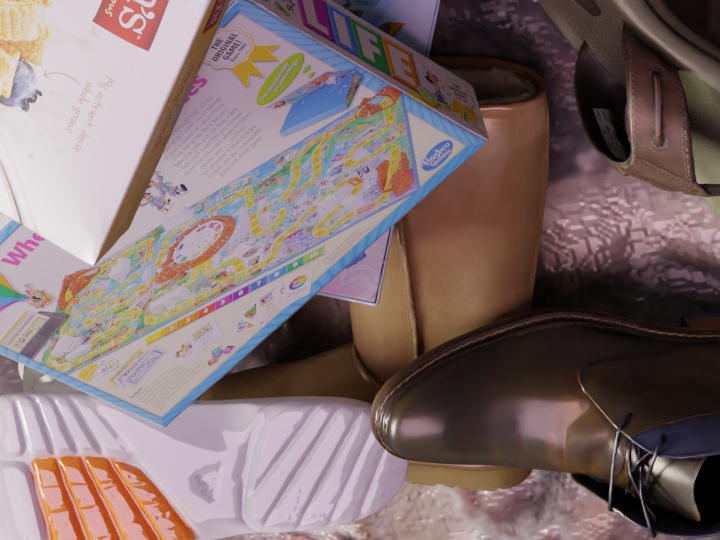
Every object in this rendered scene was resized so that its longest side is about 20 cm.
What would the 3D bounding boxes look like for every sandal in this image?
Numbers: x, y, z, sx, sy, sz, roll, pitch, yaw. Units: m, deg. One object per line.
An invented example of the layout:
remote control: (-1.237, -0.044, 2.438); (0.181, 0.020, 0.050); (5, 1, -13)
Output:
sandal: (0.111, -0.072, 1.100); (0.201, 0.057, 0.080); (47, 158, 1)
sandal: (-0.081, 0.085, 1.219); (0.205, 0.059, 0.080); (0, 106, -1)

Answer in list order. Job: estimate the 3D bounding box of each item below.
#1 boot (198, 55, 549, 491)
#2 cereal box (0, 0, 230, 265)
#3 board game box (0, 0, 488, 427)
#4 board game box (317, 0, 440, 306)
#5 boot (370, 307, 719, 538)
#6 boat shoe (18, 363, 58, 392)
boot: (0.000, 0.000, 1.213); (0.174, 0.066, 0.201); (0, 123, 6)
cereal box: (-0.149, -0.111, 0.973); (0.199, 0.040, 0.144); (30, 121, 6)
board game box: (-0.066, -0.028, 1.067); (0.134, 0.034, 0.200); (28, 124, -37)
board game box: (-0.071, -0.092, 1.094); (0.198, 0.041, 0.201); (11, 125, -2)
boot: (0.109, 0.068, 1.166); (0.198, 0.097, 0.075); (-7, 119, -12)
boat shoe: (-0.128, 0.072, 1.279); (0.057, 0.067, 0.201); (43, 138, 22)
